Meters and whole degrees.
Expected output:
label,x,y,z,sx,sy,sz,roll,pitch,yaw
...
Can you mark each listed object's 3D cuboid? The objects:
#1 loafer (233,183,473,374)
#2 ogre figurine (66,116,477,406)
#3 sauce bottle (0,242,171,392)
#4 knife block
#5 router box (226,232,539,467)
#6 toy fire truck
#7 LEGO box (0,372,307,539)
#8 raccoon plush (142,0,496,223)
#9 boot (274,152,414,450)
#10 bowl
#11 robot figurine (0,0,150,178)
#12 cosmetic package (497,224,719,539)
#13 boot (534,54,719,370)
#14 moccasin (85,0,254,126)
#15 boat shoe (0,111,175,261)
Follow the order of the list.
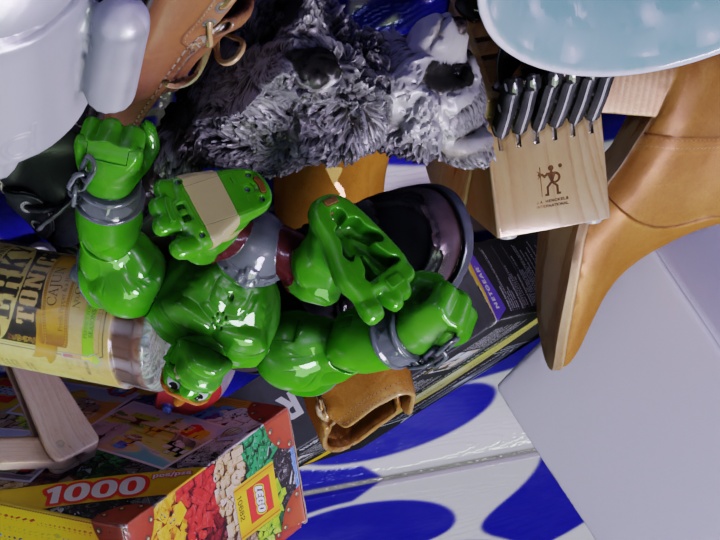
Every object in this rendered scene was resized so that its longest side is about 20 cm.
label,x,y,z,sx,sy,sz,roll,pitch,yaw
loafer,-0.024,0.012,1.384,0.063,0.072,0.200,-8,167,-41
ogre figurine,-0.055,0.005,1.307,0.199,0.099,0.120,8,149,-22
sauce bottle,-0.186,0.018,1.417,0.199,0.065,0.065,8,158,20
knife block,0.079,-0.114,1.429,0.064,0.176,0.200,-10,-164,-11
router box,0.027,0.049,1.625,0.200,0.052,0.157,-34,169,26
toy fire truck,-0.169,0.059,1.484,0.199,0.142,0.049,12,148,-3
LEGO box,-0.155,0.126,1.526,0.199,0.078,0.149,7,-153,34
raccoon plush,-0.029,-0.068,1.369,0.134,0.097,0.200,32,131,-32
boot,-0.001,0.000,1.463,0.071,0.144,0.201,-13,154,-24
bowl,0.135,-0.189,1.263,0.200,0.105,0.201,-14,151,-8
robot figurine,-0.171,-0.122,1.206,0.169,0.113,0.200,19,149,6
cosmetic package,0.231,0.071,1.654,0.200,0.167,0.167,-18,159,-44
boot,0.178,-0.035,1.517,0.143,0.071,0.202,3,112,-14
moccasin,-0.077,-0.135,1.289,0.077,0.074,0.202,9,133,-26
boat shoe,-0.143,-0.039,1.418,0.074,0.066,0.199,-22,151,12
